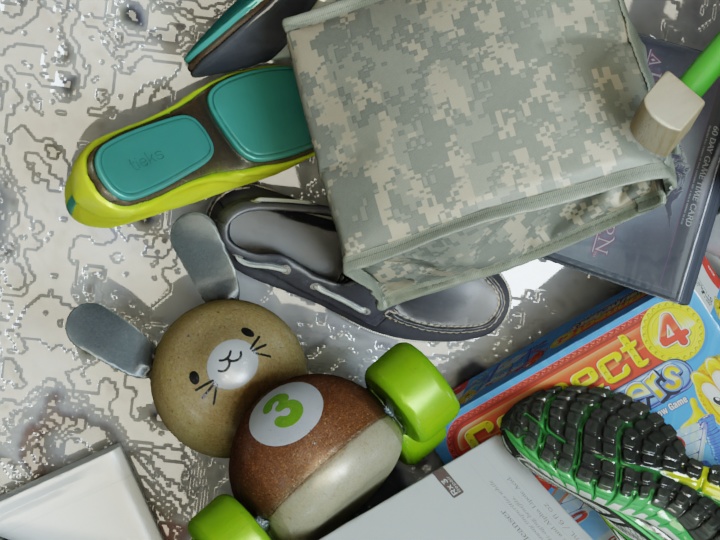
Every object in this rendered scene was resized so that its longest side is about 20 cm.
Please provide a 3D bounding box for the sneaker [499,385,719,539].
[{"bbox_3d":[0.165,0.142,1.502,0.199,0.078,0.085,33,135,12],"label":"sneaker"}]

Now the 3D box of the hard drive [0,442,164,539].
[{"bbox_3d":[-0.168,0.225,1.595,0.131,0.027,0.201,-24,98,-3],"label":"hard drive"}]

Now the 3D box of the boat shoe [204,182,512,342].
[{"bbox_3d":[0.000,0.000,1.565,0.199,0.063,0.073,19,95,-7],"label":"boat shoe"}]

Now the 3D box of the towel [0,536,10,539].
[{"bbox_3d":[-0.202,0.268,1.555,0.191,0.035,0.201,18,104,10],"label":"towel"}]

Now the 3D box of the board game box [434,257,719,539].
[{"bbox_3d":[0.173,0.121,1.564,0.199,0.056,0.196,-32,99,22],"label":"board game box"}]

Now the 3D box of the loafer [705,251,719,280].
[{"bbox_3d":[0.206,0.018,1.589,0.071,0.073,0.200,-38,92,7],"label":"loafer"}]

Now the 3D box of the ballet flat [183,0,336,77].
[{"bbox_3d":[-0.019,-0.177,1.540,0.073,0.073,0.200,41,89,-9],"label":"ballet flat"}]

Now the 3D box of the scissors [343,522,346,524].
[{"bbox_3d":[0.047,0.200,1.588,0.199,0.014,0.074,9,99,12],"label":"scissors"}]

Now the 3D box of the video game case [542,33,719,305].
[{"bbox_3d":[0.129,-0.076,1.526,0.199,0.019,0.144,20,96,36],"label":"video game case"}]

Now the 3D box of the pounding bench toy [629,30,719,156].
[{"bbox_3d":[0.255,-0.120,1.395,0.199,0.124,0.157,16,74,-9],"label":"pounding bench toy"}]

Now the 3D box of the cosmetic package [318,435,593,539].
[{"bbox_3d":[0.040,0.188,1.471,0.113,0.200,0.081,46,129,14],"label":"cosmetic package"}]

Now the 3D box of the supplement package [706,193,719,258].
[{"bbox_3d":[0.290,-0.094,1.525,0.116,0.117,0.201,26,73,-9],"label":"supplement package"}]

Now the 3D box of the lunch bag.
[{"bbox_3d":[0.074,-0.091,1.480,0.199,0.118,0.165,-18,72,10],"label":"lunch bag"}]

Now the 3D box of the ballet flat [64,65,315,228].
[{"bbox_3d":[-0.095,-0.072,1.538,0.199,0.067,0.067,-23,77,-36],"label":"ballet flat"}]

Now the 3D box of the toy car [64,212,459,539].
[{"bbox_3d":[-0.070,0.066,1.495,0.164,0.158,0.200,-40,82,-12],"label":"toy car"}]
